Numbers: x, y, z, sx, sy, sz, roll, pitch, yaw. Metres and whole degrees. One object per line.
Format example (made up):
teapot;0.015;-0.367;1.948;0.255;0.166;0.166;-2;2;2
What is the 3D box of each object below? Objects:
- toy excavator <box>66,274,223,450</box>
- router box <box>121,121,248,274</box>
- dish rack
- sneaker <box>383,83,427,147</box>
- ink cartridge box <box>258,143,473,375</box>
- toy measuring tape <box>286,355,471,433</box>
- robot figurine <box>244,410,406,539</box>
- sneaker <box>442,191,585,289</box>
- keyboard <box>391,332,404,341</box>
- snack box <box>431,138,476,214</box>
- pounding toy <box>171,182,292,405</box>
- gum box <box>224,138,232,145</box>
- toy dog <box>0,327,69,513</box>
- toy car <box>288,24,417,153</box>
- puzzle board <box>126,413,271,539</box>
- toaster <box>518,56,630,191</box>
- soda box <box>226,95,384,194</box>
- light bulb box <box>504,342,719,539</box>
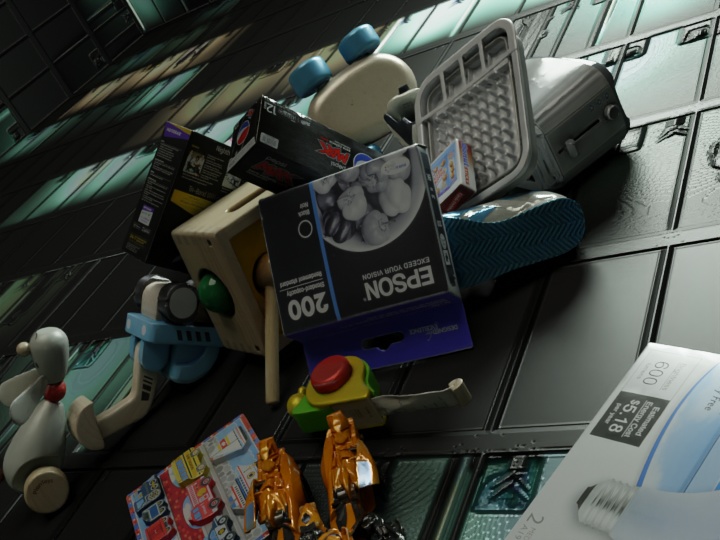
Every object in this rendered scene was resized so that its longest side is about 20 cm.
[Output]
toy excavator;-0.243;0.110;1.079;0.192;0.205;0.099;6;2;-37
router box;-0.175;-0.071;1.094;0.052;0.199;0.160;23;93;38
dish rack;0.132;-0.157;1.007;0.171;0.043;0.204;-31;51;46
sneaker;0.080;-0.187;1.186;0.078;0.131;0.200;-28;17;5
ink cartridge box;0.000;0.000;0.908;0.195;0.204;0.043;-16;-5;28
toy measuring tape;0.015;0.108;0.839;0.197;0.074;0.074;-14;30;30
robot figurine;-0.038;0.206;0.730;0.143;0.059;0.201;-22;28;4
sneaker;0.128;-0.033;0.937;0.196;0.078;0.081;-10;12;-1
keyboard;0.063;0.004;1.021;0.104;0.039;0.201;-49;24;16
snack box;0.056;-0.056;1.008;0.200;0.024;0.073;-45;31;38
pounding toy;-0.103;0.012;1.025;0.199;0.187;0.141;-37;26;-33
gum box;-0.158;-0.126;1.360;0.066;0.115;0.200;-33;26;-6
toy dog;-0.381;0.171;1.015;0.095;0.205;0.131;0;-11;-27
toy car;-0.004;-0.235;1.381;0.175;0.186;0.200;-34;-2;-8
puzzle board;-0.150;0.224;0.869;0.150;0.018;0.200;-36;28;-9
toaster;0.209;-0.175;1.070;0.129;0.115;0.199;-40;30;-14
soda box;-0.042;-0.109;0.980;0.070;0.197;0.064;-33;43;47
light bulb box;0.210;0.161;0.484;0.198;0.126;0.198;-45;29;-27
